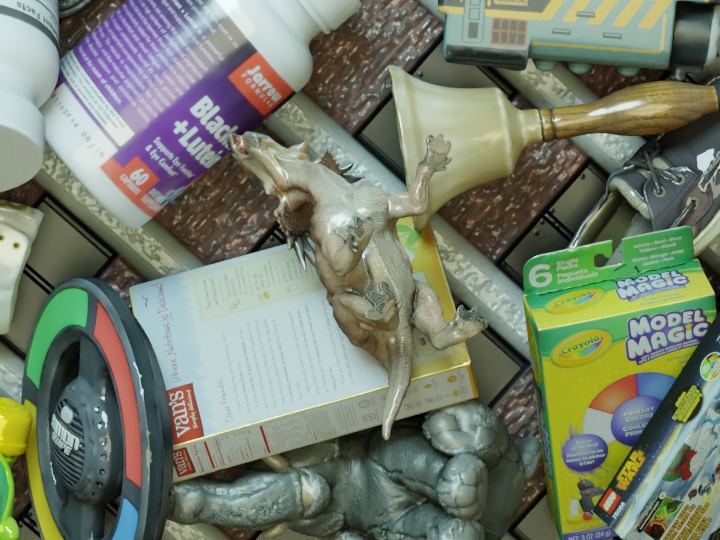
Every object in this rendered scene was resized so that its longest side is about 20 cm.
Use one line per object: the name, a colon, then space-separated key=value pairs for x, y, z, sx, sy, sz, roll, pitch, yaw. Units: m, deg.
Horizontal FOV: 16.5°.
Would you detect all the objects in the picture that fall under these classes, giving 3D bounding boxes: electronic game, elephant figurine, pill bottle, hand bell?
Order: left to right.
pill bottle: x=-0.236 y=-0.154 z=1.470 sx=0.115 sy=0.116 sz=0.201 roll=-3 pitch=65 yaw=-2
electronic game: x=-0.166 y=0.104 z=1.520 sx=0.041 sy=0.200 sz=0.201 roll=-3 pitch=100 yaw=-28
pill bottle: x=-0.100 y=-0.130 z=1.524 sx=0.200 sy=0.111 sz=0.112 roll=-41 pitch=98 yaw=4
elephant figurine: x=-0.006 y=0.129 z=1.566 sx=0.199 sy=0.155 sz=0.142 roll=6 pitch=63 yaw=21
hand bell: x=0.123 y=-0.093 z=1.540 sx=0.199 sy=0.104 sz=0.105 roll=-10 pitch=99 yaw=1

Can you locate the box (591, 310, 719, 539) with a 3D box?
box: x=0.249 y=0.097 z=1.547 sx=0.137 sy=0.040 sz=0.201 roll=28 pitch=97 yaw=-38

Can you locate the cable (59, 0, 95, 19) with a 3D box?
cable: x=-0.134 y=-0.240 z=1.536 sx=0.199 sy=0.050 sz=0.097 roll=-33 pitch=96 yaw=1

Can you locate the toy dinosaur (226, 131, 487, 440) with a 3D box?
toy dinosaur: x=0.000 y=0.000 z=1.476 sx=0.085 sy=0.135 sz=0.201 roll=-13 pitch=87 yaw=-30

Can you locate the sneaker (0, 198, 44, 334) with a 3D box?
sneaker: x=-0.256 y=-0.054 z=1.553 sx=0.115 sy=0.074 sz=0.201 roll=0 pitch=108 yaw=-4

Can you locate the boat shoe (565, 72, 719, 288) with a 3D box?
boat shoe: x=0.185 y=-0.041 z=1.565 sx=0.065 sy=0.072 sz=0.201 roll=25 pitch=104 yaw=-40

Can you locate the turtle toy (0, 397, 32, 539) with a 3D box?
turtle toy: x=-0.305 y=0.133 z=1.553 sx=0.199 sy=0.101 sz=0.147 roll=20 pitch=100 yaw=11

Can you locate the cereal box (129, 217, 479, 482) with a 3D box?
cereal box: x=-0.038 y=0.044 z=1.543 sx=0.199 sy=0.144 sz=0.040 roll=-15 pitch=136 yaw=1

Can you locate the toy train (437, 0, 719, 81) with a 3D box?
toy train: x=0.136 y=-0.179 z=1.543 sx=0.199 sy=0.085 sz=0.115 roll=4 pitch=102 yaw=-1

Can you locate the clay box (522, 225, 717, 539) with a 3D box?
clay box: x=0.168 y=0.074 z=1.562 sx=0.114 sy=0.048 sz=0.201 roll=-12 pitch=124 yaw=-3
